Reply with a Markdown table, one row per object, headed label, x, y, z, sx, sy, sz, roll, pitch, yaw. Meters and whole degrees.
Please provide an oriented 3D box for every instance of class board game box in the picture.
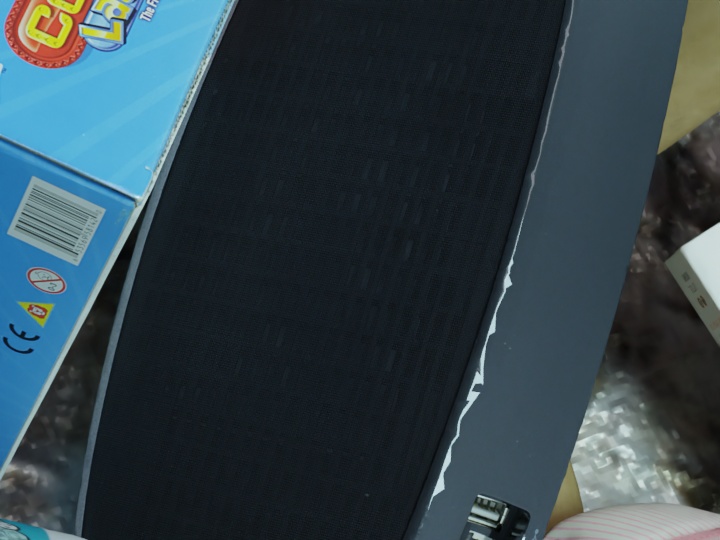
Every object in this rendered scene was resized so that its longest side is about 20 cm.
| label | x | y | z | sx | sy | sz | roll | pitch | yaw |
| --- | --- | --- | --- | --- | --- | --- | --- | --- | --- |
| board game box | -0.072 | -0.053 | 0.731 | 0.056 | 0.200 | 0.196 | 24 | 55 | -6 |

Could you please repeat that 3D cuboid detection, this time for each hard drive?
| label | x | y | z | sx | sy | sz | roll | pitch | yaw |
| --- | --- | --- | --- | --- | --- | --- | --- | --- | --- |
| hard drive | 0.000 | 0.000 | 0.741 | 0.042 | 0.134 | 0.201 | 29 | 76 | -52 |

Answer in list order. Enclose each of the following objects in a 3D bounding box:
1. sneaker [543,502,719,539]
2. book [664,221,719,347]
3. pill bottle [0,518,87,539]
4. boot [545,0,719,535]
| label | x | y | z | sx | sy | sz | roll | pitch | yaw |
| --- | --- | --- | --- | --- | --- | --- | --- | --- | --- |
| sneaker | 0.070 | 0.123 | 0.724 | 0.104 | 0.076 | 0.200 | 14 | 33 | 27 |
| book | 0.194 | 0.045 | 0.805 | 0.133 | 0.048 | 0.200 | -31 | 84 | -7 |
| pill bottle | -0.123 | 0.105 | 0.674 | 0.199 | 0.111 | 0.111 | 15 | 58 | -16 |
| boot | 0.067 | -0.031 | 0.775 | 0.176 | 0.200 | 0.066 | 58 | 24 | 15 |
